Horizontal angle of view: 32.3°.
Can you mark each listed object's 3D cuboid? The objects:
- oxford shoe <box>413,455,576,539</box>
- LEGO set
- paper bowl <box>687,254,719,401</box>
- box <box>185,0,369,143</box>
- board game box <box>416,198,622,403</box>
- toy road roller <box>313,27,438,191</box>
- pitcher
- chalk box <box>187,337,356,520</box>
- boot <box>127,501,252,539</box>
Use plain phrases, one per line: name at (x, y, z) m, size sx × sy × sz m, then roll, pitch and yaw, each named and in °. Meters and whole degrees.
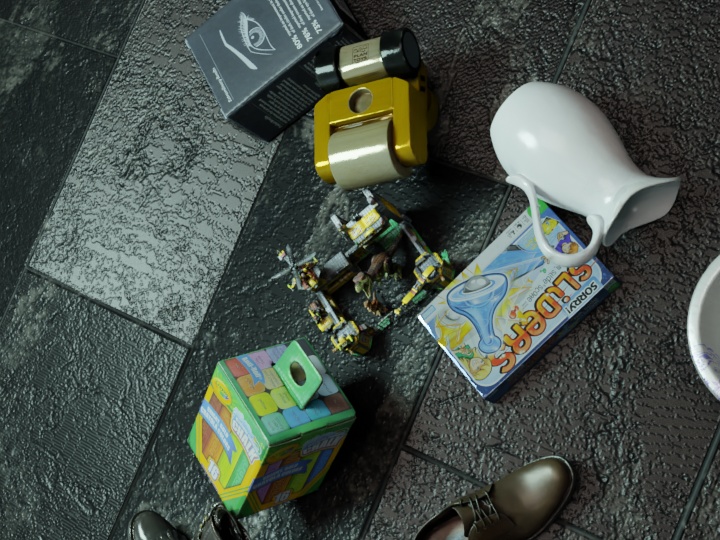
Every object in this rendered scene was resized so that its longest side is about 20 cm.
oxford shoe at (0.143, 0.264, 1.337) m, size 0.200 × 0.084 × 0.073 m, roll -37°, pitch 60°, yaw 12°
LEGO set at (0.000, 0.000, 1.466) m, size 0.200 × 0.116 × 0.154 m, roll -33°, pitch 63°, yaw 17°
paper bowl at (0.433, 0.062, 1.226) m, size 0.200 × 0.104 × 0.201 m, roll -8°, pitch 72°, yaw 27°
box at (-0.104, -0.290, 1.612) m, size 0.200 × 0.104 × 0.148 m, roll -35°, pitch 63°, yaw 16°
board game box at (0.178, 0.034, 1.410) m, size 0.200 × 0.034 × 0.135 m, roll -45°, pitch 60°, yaw 10°
toy road roller at (0.030, -0.180, 1.480) m, size 0.123 × 0.146 × 0.200 m, roll -11°, pitch 66°, yaw 26°
pitcher at (0.221, -0.105, 1.364) m, size 0.171 × 0.121 × 0.200 m, roll -35°, pitch 63°, yaw -21°
chalk box at (-0.098, 0.167, 1.415) m, size 0.125 × 0.124 × 0.200 m, roll 54°, pitch 140°, yaw 29°
boot at (-0.187, 0.324, 1.458) m, size 0.200 × 0.069 × 0.174 m, roll 48°, pitch 135°, yaw 21°
